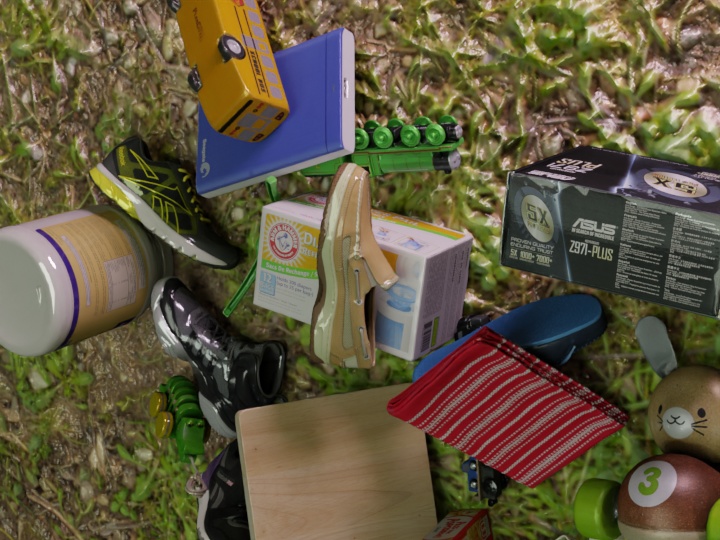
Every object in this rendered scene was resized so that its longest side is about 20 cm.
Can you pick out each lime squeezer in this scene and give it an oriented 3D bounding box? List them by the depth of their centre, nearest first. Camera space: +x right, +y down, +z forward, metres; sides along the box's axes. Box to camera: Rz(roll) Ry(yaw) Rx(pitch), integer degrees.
[{"bbox_3d":[-0.099,-0.032,1.399,0.037,0.071,0.201,27,130,5],"label":"lime squeezer"}]

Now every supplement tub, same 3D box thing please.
[{"bbox_3d":[-0.323,0.005,1.473,0.144,0.199,0.147,9,107,31],"label":"supplement tub"}]

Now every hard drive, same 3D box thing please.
[{"bbox_3d":[-0.091,-0.162,1.351,0.199,0.025,0.133,-14,68,36],"label":"hard drive"}]

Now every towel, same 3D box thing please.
[{"bbox_3d":[0.141,0.138,1.238,0.199,0.023,0.145,30,127,-26],"label":"towel"}]

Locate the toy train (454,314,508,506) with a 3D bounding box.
[{"bbox_3d":[0.120,0.144,1.321,0.045,0.034,0.202,2,103,36],"label":"toy train"}]

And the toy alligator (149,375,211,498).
[{"bbox_3d":[-0.198,0.175,1.481,0.055,0.059,0.200,-66,29,23],"label":"toy alligator"}]

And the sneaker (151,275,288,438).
[{"bbox_3d":[-0.152,0.084,1.461,0.113,0.075,0.201,-26,94,34],"label":"sneaker"}]

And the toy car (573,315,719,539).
[{"bbox_3d":[0.292,0.141,1.150,0.163,0.157,0.202,0,92,43],"label":"toy car"}]

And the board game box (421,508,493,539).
[{"bbox_3d":[0.085,0.347,1.295,0.046,0.200,0.153,-8,99,29],"label":"board game box"}]

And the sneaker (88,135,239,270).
[{"bbox_3d":[-0.211,-0.077,1.455,0.199,0.074,0.085,36,88,3],"label":"sneaker"}]

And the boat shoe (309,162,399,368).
[{"bbox_3d":[0.001,-0.002,1.225,0.075,0.072,0.202,11,115,15],"label":"boat shoe"}]

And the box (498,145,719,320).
[{"bbox_3d":[0.244,-0.040,1.114,0.199,0.163,0.087,15,111,30],"label":"box"}]

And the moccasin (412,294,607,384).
[{"bbox_3d":[0.149,0.085,1.257,0.199,0.081,0.068,-22,118,17],"label":"moccasin"}]

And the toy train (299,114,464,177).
[{"bbox_3d":[0.017,-0.123,1.317,0.198,0.042,0.057,1,113,33],"label":"toy train"}]

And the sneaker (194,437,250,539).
[{"bbox_3d":[-0.131,0.251,1.412,0.088,0.075,0.200,-54,27,12],"label":"sneaker"}]

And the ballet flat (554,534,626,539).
[{"bbox_3d":[0.227,0.287,1.276,0.199,0.066,0.068,-34,62,36],"label":"ballet flat"}]

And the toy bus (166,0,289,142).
[{"bbox_3d":[-0.139,-0.236,1.339,0.065,0.078,0.201,-39,56,34],"label":"toy bus"}]

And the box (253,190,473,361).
[{"bbox_3d":[0.000,0.000,1.320,0.199,0.101,0.114,17,111,28],"label":"box"}]

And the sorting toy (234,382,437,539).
[{"bbox_3d":[-0.029,0.231,1.354,0.070,0.198,0.201,165,97,-69],"label":"sorting toy"}]
